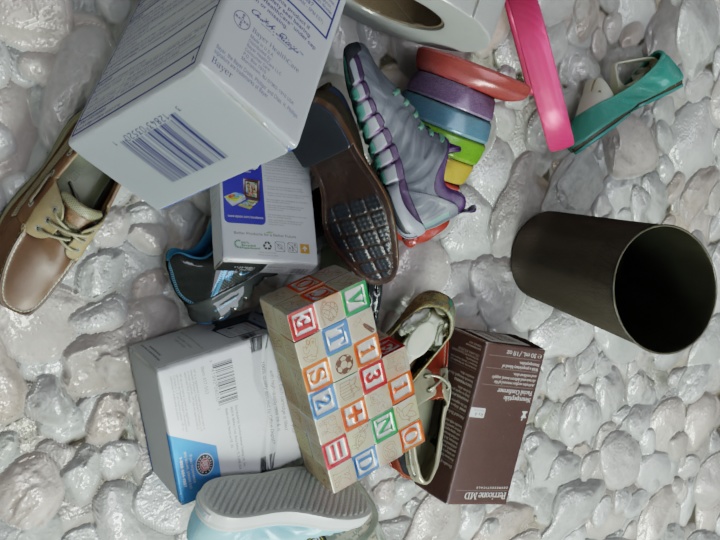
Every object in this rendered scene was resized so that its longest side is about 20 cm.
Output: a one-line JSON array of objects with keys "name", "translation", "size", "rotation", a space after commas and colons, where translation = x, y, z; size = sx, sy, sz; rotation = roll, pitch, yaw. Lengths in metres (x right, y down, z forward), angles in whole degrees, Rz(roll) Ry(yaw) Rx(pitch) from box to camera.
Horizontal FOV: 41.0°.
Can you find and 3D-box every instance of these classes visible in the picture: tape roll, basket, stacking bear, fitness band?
[{"name": "tape roll", "translation": [0.052, -0.310, 0.905], "size": [0.202, 0.202, 0.140], "rotation": [20, 90, -34]}, {"name": "basket", "translation": [0.284, 0.002, 1.129], "size": [0.180, 0.200, 0.136], "rotation": [30, 86, -33]}, {"name": "stacking bear", "translation": [0.078, -0.124, 1.028], "size": [0.113, 0.121, 0.201], "rotation": [13, 102, -36]}, {"name": "fitness band", "translation": [0.196, -0.228, 1.056], "size": [0.037, 0.144, 0.201], "rotation": [-17, 114, 11]}]

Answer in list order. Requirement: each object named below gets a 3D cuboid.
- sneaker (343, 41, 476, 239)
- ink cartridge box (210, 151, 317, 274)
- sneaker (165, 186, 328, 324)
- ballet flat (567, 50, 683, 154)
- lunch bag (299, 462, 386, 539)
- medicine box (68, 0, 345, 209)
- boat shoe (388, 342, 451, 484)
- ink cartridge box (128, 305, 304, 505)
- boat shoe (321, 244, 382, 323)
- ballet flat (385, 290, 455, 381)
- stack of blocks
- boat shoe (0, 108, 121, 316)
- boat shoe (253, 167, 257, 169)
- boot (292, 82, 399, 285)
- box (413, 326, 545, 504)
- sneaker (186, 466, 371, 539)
[{"name": "sneaker", "translation": [0.047, -0.137, 0.956], "size": [0.087, 0.074, 0.201], "rotation": [-19, 95, -1]}, {"name": "ink cartridge box", "translation": [-0.097, -0.096, 0.926], "size": [0.094, 0.037, 0.201], "rotation": [3, 71, -25]}, {"name": "sneaker", "translation": [-0.100, -0.033, 0.953], "size": [0.200, 0.073, 0.082], "rotation": [-39, 114, -22]}, {"name": "ballet flat", "translation": [0.314, -0.215, 1.187], "size": [0.200, 0.067, 0.071], "rotation": [-33, 93, -22]}, {"name": "lunch bag", "translation": [-0.056, 0.315, 1.042], "size": [0.164, 0.117, 0.201], "rotation": [-30, 110, -23]}, {"name": "medicine box", "translation": [-0.120, -0.176, 0.797], "size": [0.103, 0.182, 0.201], "rotation": [39, 52, -32]}, {"name": "boat shoe", "translation": [0.074, 0.145, 1.114], "size": [0.071, 0.062, 0.201], "rotation": [7, 97, -32]}, {"name": "ink cartridge box", "translation": [-0.115, 0.124, 0.972], "size": [0.199, 0.086, 0.147], "rotation": [-17, 112, -30]}, {"name": "boat shoe", "translation": [0.001, 0.001, 1.025], "size": [0.066, 0.074, 0.200], "rotation": [-2, 103, -34]}, {"name": "ballet flat", "translation": [0.035, 0.107, 1.058], "size": [0.071, 0.071, 0.200], "rotation": [37, 92, -33]}, {"name": "stack of blocks", "translation": [-0.014, 0.100, 0.943], "size": [0.115, 0.059, 0.201], "rotation": [-25, 117, -25]}, {"name": "boat shoe", "translation": [-0.260, -0.055, 0.844], "size": [0.075, 0.074, 0.201], "rotation": [28, 86, -34]}, {"name": "boat shoe", "translation": [-0.084, -0.188, 0.911], "size": [0.056, 0.069, 0.201], "rotation": [27, 64, -12]}, {"name": "boot", "translation": [-0.006, -0.089, 0.939], "size": [0.074, 0.097, 0.201], "rotation": [-15, 115, 18]}, {"name": "box", "translation": [0.142, 0.176, 1.160], "size": [0.100, 0.075, 0.201], "rotation": [9, 99, -34]}, {"name": "sneaker", "translation": [-0.085, 0.249, 0.963], "size": [0.199, 0.074, 0.082], "rotation": [10, 122, -33]}]
